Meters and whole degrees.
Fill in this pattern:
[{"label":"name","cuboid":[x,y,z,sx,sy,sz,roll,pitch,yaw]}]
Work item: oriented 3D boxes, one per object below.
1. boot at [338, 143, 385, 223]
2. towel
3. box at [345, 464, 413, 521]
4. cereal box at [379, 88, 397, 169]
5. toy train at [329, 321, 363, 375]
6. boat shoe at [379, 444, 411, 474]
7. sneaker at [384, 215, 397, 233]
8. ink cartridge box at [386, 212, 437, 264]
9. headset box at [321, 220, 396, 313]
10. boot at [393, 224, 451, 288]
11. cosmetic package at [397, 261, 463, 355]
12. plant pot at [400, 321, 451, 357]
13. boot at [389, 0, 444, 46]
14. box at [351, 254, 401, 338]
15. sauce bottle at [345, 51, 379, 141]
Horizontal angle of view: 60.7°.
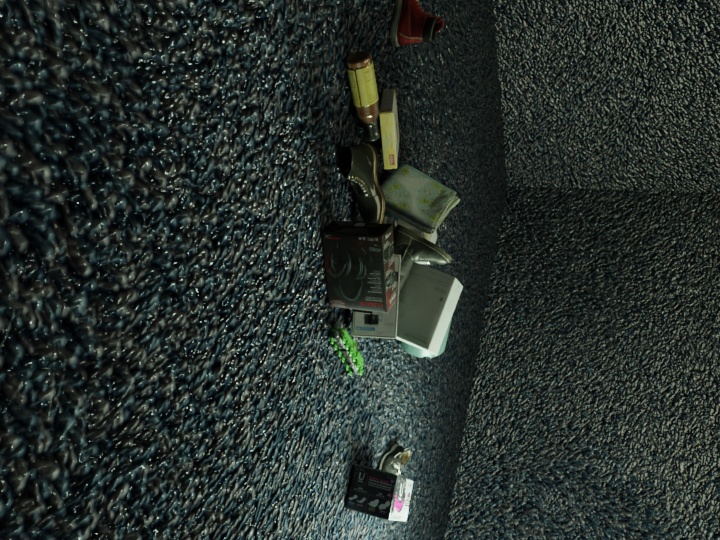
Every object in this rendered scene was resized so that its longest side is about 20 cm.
[{"label":"boot","cuboid":[-0.006,-0.193,1.440,0.138,0.076,0.206,-20,100,-63]},{"label":"towel","cuboid":[0.148,-0.193,1.634,0.172,0.197,0.049,-48,161,-41]},{"label":"box","cuboid":[0.058,0.606,1.673,0.200,0.129,0.118,50,50,-62]},{"label":"cereal box","cuboid":[0.076,-0.367,1.587,0.202,0.038,0.147,-83,168,-58]},{"label":"toy train","cuboid":[-0.030,0.190,1.486,0.202,0.041,0.058,68,24,-50]},{"label":"boat shoe","cuboid":[0.107,0.602,1.905,0.199,0.059,0.076,-16,110,-68]},{"label":"sneaker","cuboid":[0.075,-0.075,1.657,0.201,0.078,0.078,63,35,-57]},{"label":"ink cartridge box","cuboid":[0.141,-0.118,1.756,0.127,0.125,0.203,-66,152,-44]},{"label":"headset box","cuboid":[0.000,0.000,1.372,0.077,0.145,0.205,-45,136,-58]},{"label":"boot","cuboid":[0.114,0.009,1.565,0.204,0.179,0.073,-62,172,-4]},{"label":"cosmetic package","cuboid":[0.142,0.090,1.642,0.205,0.195,0.123,-68,157,-4]},{"label":"plant pot","cuboid":[0.202,0.148,1.913,0.200,0.195,0.201,-47,145,-58]},{"label":"boot","cuboid":[0.165,-0.708,1.677,0.072,0.141,0.206,38,58,-63]},{"label":"box","cuboid":[0.037,0.060,1.509,0.060,0.113,0.206,134,-40,-89]},{"label":"sauce bottle","cuboid":[0.010,-0.403,1.440,0.067,0.064,0.203,-64,153,-44]}]
